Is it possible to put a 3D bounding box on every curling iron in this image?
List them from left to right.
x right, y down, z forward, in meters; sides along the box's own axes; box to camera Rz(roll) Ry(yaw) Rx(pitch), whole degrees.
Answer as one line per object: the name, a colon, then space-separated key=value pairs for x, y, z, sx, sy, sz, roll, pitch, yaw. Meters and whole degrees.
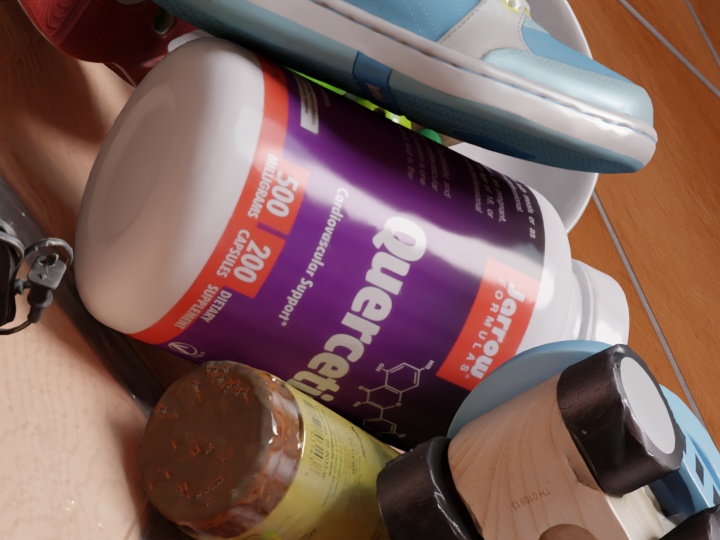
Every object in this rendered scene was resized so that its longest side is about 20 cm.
curling iron: x=-0.138 y=-0.057 z=0.763 sx=0.026 sy=0.049 sz=0.201 roll=-71 pitch=151 yaw=-44

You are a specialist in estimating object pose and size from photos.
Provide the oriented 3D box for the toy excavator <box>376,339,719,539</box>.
toy excavator: x=0.114 y=0.107 z=0.916 sx=0.195 sy=0.100 sz=0.200 roll=60 pitch=22 yaw=-2

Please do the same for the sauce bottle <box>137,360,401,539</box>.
sauce bottle: x=-0.002 y=0.095 z=0.923 sx=0.200 sy=0.066 sz=0.066 roll=35 pitch=27 yaw=-47

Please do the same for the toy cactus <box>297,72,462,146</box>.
toy cactus: x=0.008 y=-0.070 z=1.072 sx=0.165 sy=0.102 sz=0.201 roll=-2 pitch=68 yaw=-55

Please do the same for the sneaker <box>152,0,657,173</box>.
sneaker: x=0.031 y=-0.122 z=0.894 sx=0.199 sy=0.131 sz=0.080 roll=23 pitch=-5 yaw=1

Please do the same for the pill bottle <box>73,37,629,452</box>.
pill bottle: x=0.000 y=0.000 z=0.927 sx=0.199 sy=0.113 sz=0.113 roll=24 pitch=31 yaw=-24

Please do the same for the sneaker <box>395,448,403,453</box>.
sneaker: x=0.039 y=0.057 z=1.078 sx=0.200 sy=0.076 sz=0.081 roll=-12 pitch=98 yaw=-59

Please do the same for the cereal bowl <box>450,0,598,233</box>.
cereal bowl: x=0.014 y=-0.082 z=1.176 sx=0.199 sy=0.083 sz=0.202 roll=13 pitch=65 yaw=-30

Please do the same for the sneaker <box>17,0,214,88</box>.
sneaker: x=-0.123 y=-0.129 z=0.947 sx=0.115 sy=0.079 sz=0.200 roll=31 pitch=-13 yaw=30
